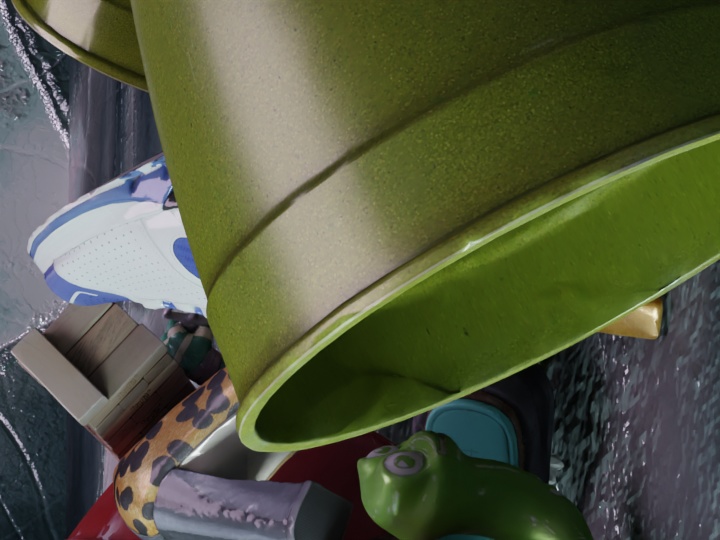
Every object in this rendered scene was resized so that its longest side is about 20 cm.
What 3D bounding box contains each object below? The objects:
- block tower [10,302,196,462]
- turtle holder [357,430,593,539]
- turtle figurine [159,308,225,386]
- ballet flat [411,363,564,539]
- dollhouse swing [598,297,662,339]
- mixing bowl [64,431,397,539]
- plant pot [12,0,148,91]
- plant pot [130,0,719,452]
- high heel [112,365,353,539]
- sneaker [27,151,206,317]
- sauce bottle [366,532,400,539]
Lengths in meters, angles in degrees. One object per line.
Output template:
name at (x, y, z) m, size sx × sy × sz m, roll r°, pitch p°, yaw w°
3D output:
block tower at (-0.112, 0.072, 1.101) m, size 0.054 × 0.058 × 0.200 m, roll 40°, pitch 172°, yaw 23°
turtle holder at (0.046, 0.151, 0.751) m, size 0.141 × 0.131 × 0.186 m, roll 169°, pitch 103°, yaw -77°
turtle figurine at (-0.029, 0.040, 1.126) m, size 0.200 × 0.149 × 0.101 m, roll 109°, pitch 143°, yaw -73°
ballet flat at (0.051, 0.119, 0.903) m, size 0.073 × 0.073 × 0.201 m, roll -110°, pitch 20°, yaw -59°
dollhouse swing at (0.015, -0.095, 0.787) m, size 0.182 × 0.175 × 0.201 m, roll -109°, pitch 18°, yaw -57°
mixing bowl at (-0.035, 0.129, 1.050) m, size 0.109 × 0.200 × 0.200 m, roll -66°, pitch 7°, yaw -18°
plant pot at (-0.088, -0.227, 1.291) m, size 0.201 × 0.200 × 0.193 m, roll -111°, pitch 38°, yaw -60°
plant pot at (0.015, -0.077, 0.650) m, size 0.193 × 0.200 × 0.200 m, roll 64°, pitch 159°, yaw 14°
high heel at (-0.030, 0.030, 0.914) m, size 0.142 × 0.071 × 0.200 m, roll 0°, pitch 55°, yaw 48°
sneaker at (-0.040, 0.001, 0.809) m, size 0.199 × 0.080 × 0.115 m, roll -23°, pitch 96°, yaw 48°
sauce bottle at (0.033, 0.203, 0.845) m, size 0.201 × 0.066 × 0.066 m, roll 67°, pitch 164°, yaw 4°
